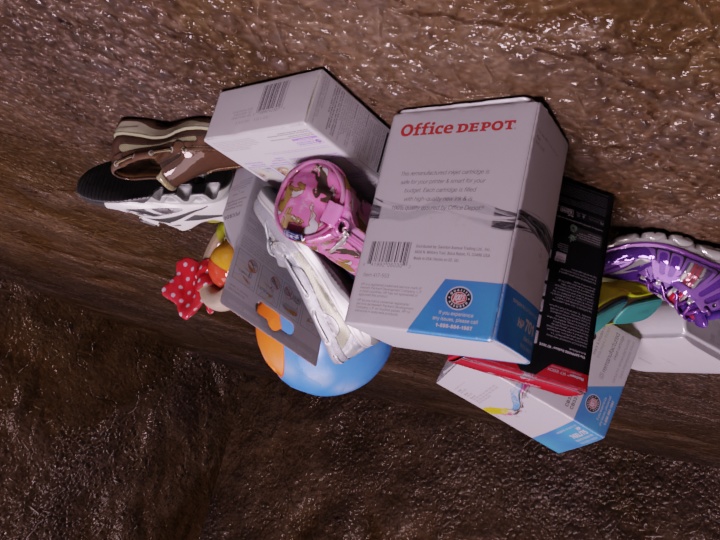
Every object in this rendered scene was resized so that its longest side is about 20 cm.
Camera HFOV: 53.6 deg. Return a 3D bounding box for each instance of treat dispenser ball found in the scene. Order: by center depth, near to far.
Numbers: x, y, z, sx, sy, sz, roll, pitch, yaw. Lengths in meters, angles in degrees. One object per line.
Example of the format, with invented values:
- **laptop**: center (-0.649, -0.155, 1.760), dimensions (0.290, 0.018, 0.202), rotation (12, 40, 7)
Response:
- **treat dispenser ball**: center (-0.047, 0.074, 1.004), dimensions (0.199, 0.203, 0.201), rotation (14, 165, 4)

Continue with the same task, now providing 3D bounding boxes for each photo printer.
- **photo printer**: center (0.408, 0.092, 0.989), dimensions (0.165, 0.070, 0.199), rotation (24, 162, -29)

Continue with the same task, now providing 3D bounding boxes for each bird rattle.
- **bird rattle**: center (-0.188, -0.014, 0.954), dimensions (0.112, 0.201, 0.163), rotation (33, -175, -35)

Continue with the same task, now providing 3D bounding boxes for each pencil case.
- **pencil case**: center (-0.002, -0.032, 0.711), dimensions (0.082, 0.087, 0.200), rotation (-11, 156, 26)

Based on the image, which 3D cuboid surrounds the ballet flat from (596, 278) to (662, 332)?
- **ballet flat**: center (0.281, 0.034, 0.825), dimensions (0.199, 0.067, 0.067), rotation (-5, -131, -46)

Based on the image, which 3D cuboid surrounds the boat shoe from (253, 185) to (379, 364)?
- **boat shoe**: center (-0.055, 0.005, 0.752), dimensions (0.203, 0.064, 0.074), rotation (55, -166, -8)

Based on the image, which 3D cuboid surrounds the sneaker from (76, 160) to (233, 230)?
- **sneaker**: center (-0.251, -0.084, 0.888), dimensions (0.198, 0.075, 0.089), rotation (4, 143, 5)

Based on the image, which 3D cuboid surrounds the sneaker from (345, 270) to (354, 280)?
- **sneaker**: center (0.000, 0.000, 0.876), dimensions (0.070, 0.084, 0.200), rotation (-10, -164, 20)

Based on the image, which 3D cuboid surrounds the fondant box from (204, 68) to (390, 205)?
- **fondant box**: center (-0.034, -0.114, 0.720), dimensions (0.143, 0.059, 0.199), rotation (2, 159, 40)

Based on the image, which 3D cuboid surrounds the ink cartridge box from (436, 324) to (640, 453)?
- **ink cartridge box**: center (0.231, 0.122, 0.954), dimensions (0.199, 0.148, 0.146), rotation (29, 158, 3)

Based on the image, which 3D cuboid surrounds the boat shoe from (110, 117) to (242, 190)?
- **boat shoe**: center (-0.201, -0.124, 0.810), dimensions (0.200, 0.076, 0.075), rotation (6, 162, 30)

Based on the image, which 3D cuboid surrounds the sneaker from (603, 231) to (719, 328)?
- **sneaker**: center (0.343, 0.014, 0.755), dimensions (0.198, 0.084, 0.081), rotation (14, 165, 16)

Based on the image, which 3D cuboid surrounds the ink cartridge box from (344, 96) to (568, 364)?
- **ink cartridge box**: center (0.084, -0.033, 0.615), dimensions (0.145, 0.202, 0.086), rotation (4, 162, 38)

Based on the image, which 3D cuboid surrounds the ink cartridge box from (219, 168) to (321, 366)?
- **ink cartridge box**: center (-0.099, -0.008, 0.846), dimensions (0.057, 0.202, 0.162), rotation (-13, 141, 39)

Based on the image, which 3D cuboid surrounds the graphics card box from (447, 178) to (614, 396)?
- **graphics card box**: center (0.164, 0.006, 0.678), dimensions (0.124, 0.202, 0.051), rotation (16, 163, -8)
